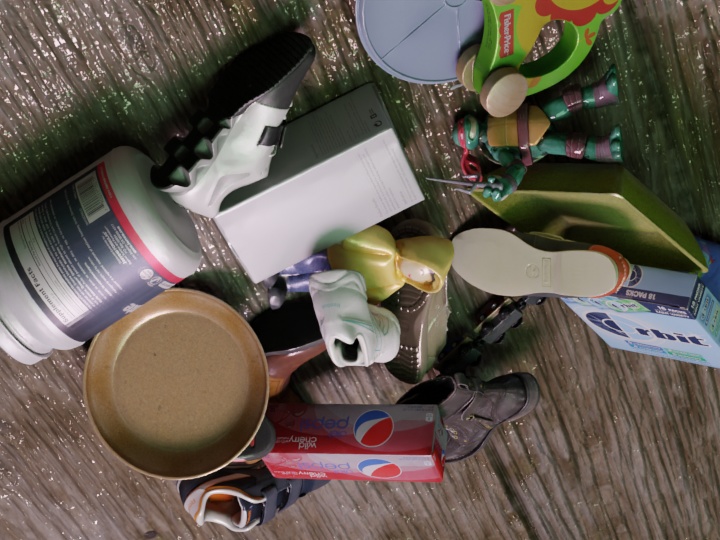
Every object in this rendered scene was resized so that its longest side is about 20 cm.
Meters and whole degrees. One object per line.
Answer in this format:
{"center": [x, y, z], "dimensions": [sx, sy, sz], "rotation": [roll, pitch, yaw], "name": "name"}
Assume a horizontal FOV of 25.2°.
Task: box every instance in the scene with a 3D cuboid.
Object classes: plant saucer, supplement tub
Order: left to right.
{"center": [-0.266, -0.013, 1.541], "dimensions": [0.199, 0.141, 0.141], "rotation": [-31, 135, 9], "name": "supplement tub"}
{"center": [-0.193, 0.119, 1.702], "dimensions": [0.198, 0.035, 0.203], "rotation": [0, 91, 2], "name": "plant saucer"}
{"center": [0.245, -0.063, 1.698], "dimensions": [0.199, 0.198, 0.048], "rotation": [32, 71, -44], "name": "plant saucer"}

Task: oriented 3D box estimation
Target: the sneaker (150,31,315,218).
{"center": [-0.105, -0.136, 1.524], "dimensions": [0.200, 0.074, 0.088], "rotation": [-46, 132, 5], "name": "sneaker"}

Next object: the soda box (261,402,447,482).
{"center": [-0.008, 0.189, 1.766], "dimensions": [0.198, 0.064, 0.070], "rotation": [-1, 148, 15], "name": "soda box"}

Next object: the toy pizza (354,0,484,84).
{"center": [0.085, -0.267, 1.519], "dimensions": [0.198, 0.032, 0.202], "rotation": [-13, 132, -15], "name": "toy pizza"}

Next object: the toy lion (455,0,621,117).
{"center": [0.185, -0.264, 1.511], "dimensions": [0.190, 0.069, 0.201], "rotation": [-21, 135, -18], "name": "toy lion"}

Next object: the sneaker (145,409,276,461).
{"center": [-0.185, 0.172, 1.772], "dimensions": [0.198, 0.075, 0.087], "rotation": [5, 165, 11], "name": "sneaker"}

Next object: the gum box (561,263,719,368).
{"center": [0.327, 0.048, 1.806], "dimensions": [0.200, 0.169, 0.045], "rotation": [37, 69, -52], "name": "gum box"}

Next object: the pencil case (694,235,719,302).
{"center": [0.406, 0.013, 1.874], "dimensions": [0.199, 0.088, 0.078], "rotation": [19, 159, -33], "name": "pencil case"}

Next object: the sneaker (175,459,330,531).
{"center": [-0.116, 0.263, 1.905], "dimensions": [0.198, 0.080, 0.079], "rotation": [-6, 133, -18], "name": "sneaker"}

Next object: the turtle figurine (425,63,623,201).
{"center": [0.162, -0.147, 1.620], "dimensions": [0.198, 0.152, 0.101], "rotation": [-5, 180, 10], "name": "turtle figurine"}

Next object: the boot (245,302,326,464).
{"center": [-0.079, 0.136, 1.807], "dimensions": [0.187, 0.069, 0.201], "rotation": [-26, 136, 3], "name": "boot"}

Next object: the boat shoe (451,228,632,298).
{"center": [0.193, -0.008, 1.736], "dimensions": [0.062, 0.198, 0.072], "rotation": [-18, 112, -61], "name": "boat shoe"}

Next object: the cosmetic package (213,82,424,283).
{"center": [-0.049, -0.086, 1.605], "dimensions": [0.198, 0.082, 0.113], "rotation": [-24, 135, 3], "name": "cosmetic package"}

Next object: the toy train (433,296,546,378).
{"center": [0.154, 0.056, 1.843], "dimensions": [0.034, 0.046, 0.200], "rotation": [29, 115, -38], "name": "toy train"}

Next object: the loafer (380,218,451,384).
{"center": [0.062, 0.027, 1.763], "dimensions": [0.068, 0.075, 0.202], "rotation": [-36, 140, -47], "name": "loafer"}

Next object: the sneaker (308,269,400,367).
{"center": [-0.007, 0.068, 1.655], "dimensions": [0.070, 0.081, 0.200], "rotation": [-10, 157, 15], "name": "sneaker"}

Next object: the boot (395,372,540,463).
{"center": [0.095, 0.164, 1.856], "dimensions": [0.173, 0.070, 0.200], "rotation": [3, 147, -44], "name": "boot"}

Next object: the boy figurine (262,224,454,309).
{"center": [0.000, 0.000, 1.679], "dimensions": [0.198, 0.065, 0.125], "rotation": [-2, 136, 8], "name": "boy figurine"}
